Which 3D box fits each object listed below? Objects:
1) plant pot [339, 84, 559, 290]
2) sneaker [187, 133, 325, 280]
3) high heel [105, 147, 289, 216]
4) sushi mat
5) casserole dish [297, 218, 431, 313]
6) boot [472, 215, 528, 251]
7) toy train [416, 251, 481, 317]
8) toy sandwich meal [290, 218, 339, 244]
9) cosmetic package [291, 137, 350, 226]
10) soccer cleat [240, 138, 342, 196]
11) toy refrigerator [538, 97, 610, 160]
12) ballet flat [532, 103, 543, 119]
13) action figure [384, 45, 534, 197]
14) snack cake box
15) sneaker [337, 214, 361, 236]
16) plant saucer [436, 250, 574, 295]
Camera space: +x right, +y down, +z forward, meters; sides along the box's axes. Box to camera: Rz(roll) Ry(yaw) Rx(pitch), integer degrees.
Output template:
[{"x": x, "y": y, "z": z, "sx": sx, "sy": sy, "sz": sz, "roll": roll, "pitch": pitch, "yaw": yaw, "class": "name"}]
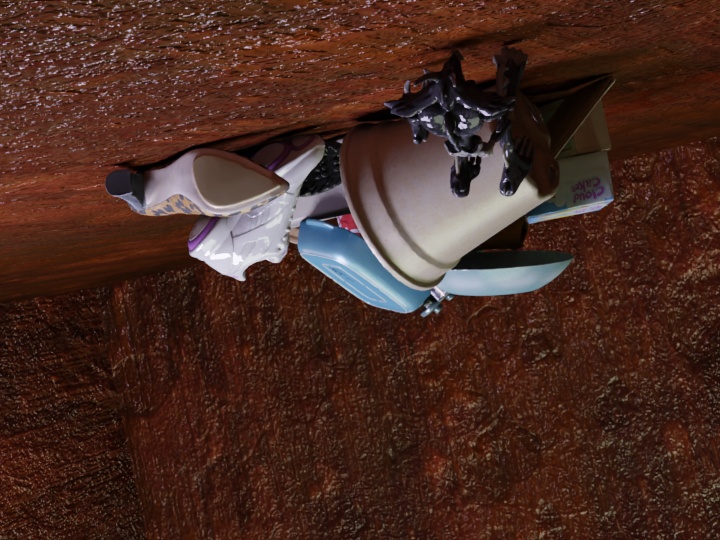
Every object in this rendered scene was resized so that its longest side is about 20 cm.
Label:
[{"x": 0.109, "y": -0.106, "z": 1.489, "sx": 0.182, "sy": 0.202, "sz": 0.200, "roll": -25, "pitch": 173, "yaw": 29, "class": "plant pot"}, {"x": -0.101, "y": -0.071, "z": 1.530, "sx": 0.200, "sy": 0.099, "sz": 0.075, "roll": -43, "pitch": -155, "yaw": 19, "class": "sneaker"}, {"x": -0.167, "y": -0.091, "z": 1.495, "sx": 0.197, "sy": 0.072, "sz": 0.143, "roll": 1, "pitch": 177, "yaw": 6, "class": "high heel"}, {"x": 0.221, "y": -0.149, "z": 1.602, "sx": 0.200, "sy": 0.012, "sz": 0.095, "roll": -51, "pitch": -167, "yaw": -23, "class": "sushi mat"}, {"x": 0.000, "y": 0.000, "z": 1.674, "sx": 0.120, "sy": 0.039, "sz": 0.200, "roll": 11, "pitch": 160, "yaw": 48, "class": "casserole dish"}, {"x": 0.126, "y": -0.049, "z": 1.680, "sx": 0.142, "sy": 0.072, "sz": 0.201, "roll": 5, "pitch": -167, "yaw": 22, "class": "boot"}, {"x": 0.117, "y": -0.014, "z": 1.841, "sx": 0.114, "sy": 0.085, "sz": 0.200, "roll": -44, "pitch": 180, "yaw": 29, "class": "toy train"}, {"x": -0.043, "y": -0.068, "z": 2.055, "sx": 0.203, "sy": 0.071, "sz": 0.206, "roll": -2, "pitch": -146, "yaw": 1, "class": "toy sandwich meal"}, {"x": -0.050, "y": -0.108, "z": 1.696, "sx": 0.198, "sy": 0.088, "sz": 0.103, "roll": -12, "pitch": 178, "yaw": 33, "class": "cosmetic package"}, {"x": -0.106, "y": -0.116, "z": 1.585, "sx": 0.198, "sy": 0.069, "sz": 0.073, "roll": -14, "pitch": -161, "yaw": -2, "class": "soccer cleat"}, {"x": 0.238, "y": -0.176, "z": 1.836, "sx": 0.069, "sy": 0.077, "sz": 0.199, "roll": -12, "pitch": 180, "yaw": -33, "class": "toy refrigerator"}, {"x": 0.195, "y": -0.181, "z": 1.707, "sx": 0.067, "sy": 0.067, "sz": 0.200, "roll": -33, "pitch": 180, "yaw": 5, "class": "ballet flat"}, {"x": 0.092, "y": -0.143, "z": 1.210, "sx": 0.117, "sy": 0.103, "sz": 0.200, "roll": -4, "pitch": 155, "yaw": 16, "class": "action figure"}, {"x": 0.269, "y": -0.108, "z": 1.824, "sx": 0.114, "sy": 0.068, "sz": 0.200, "roll": -10, "pitch": 178, "yaw": 5, "class": "snack cake box"}, {"x": -0.008, "y": -0.068, "z": 1.800, "sx": 0.071, "sy": 0.114, "sz": 0.200, "roll": -1, "pitch": -156, "yaw": -32, "class": "sneaker"}, {"x": 0.160, "y": 0.004, "z": 1.653, "sx": 0.198, "sy": 0.039, "sz": 0.201, "roll": -3, "pitch": -175, "yaw": 0, "class": "plant saucer"}]
